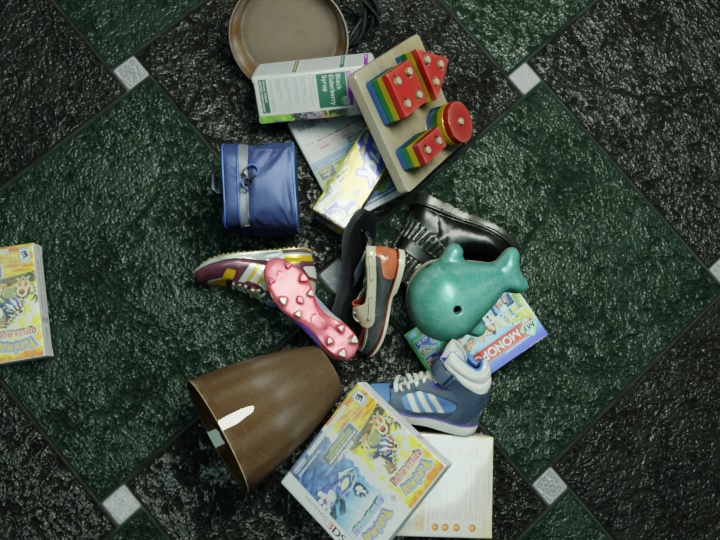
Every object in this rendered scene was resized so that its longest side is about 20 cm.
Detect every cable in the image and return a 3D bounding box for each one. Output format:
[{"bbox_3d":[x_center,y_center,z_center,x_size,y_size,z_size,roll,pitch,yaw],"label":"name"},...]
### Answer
[{"bbox_3d":[-0.059,-0.437,1.196,0.198,0.051,0.164,13,123,-27],"label":"cable"}]

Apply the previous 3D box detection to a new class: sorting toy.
[{"bbox_3d":[0.097,-0.261,1.141,0.199,0.069,0.202,-44,114,-41],"label":"sorting toy"}]

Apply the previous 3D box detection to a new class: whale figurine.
[{"bbox_3d":[0.171,0.035,1.106,0.198,0.104,0.161,-19,104,-4],"label":"whale figurine"}]

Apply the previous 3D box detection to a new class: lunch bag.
[{"bbox_3d":[-0.163,-0.124,1.110,0.130,0.200,0.138,-3,87,-3],"label":"lunch bag"}]

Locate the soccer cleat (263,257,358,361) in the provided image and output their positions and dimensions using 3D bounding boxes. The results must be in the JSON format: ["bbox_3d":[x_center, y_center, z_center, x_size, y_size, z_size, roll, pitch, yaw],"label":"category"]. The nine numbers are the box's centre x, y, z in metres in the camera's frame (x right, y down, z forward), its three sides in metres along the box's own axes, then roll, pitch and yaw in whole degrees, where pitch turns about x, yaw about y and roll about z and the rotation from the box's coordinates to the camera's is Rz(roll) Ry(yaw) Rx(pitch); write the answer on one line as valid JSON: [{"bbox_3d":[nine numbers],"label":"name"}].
[{"bbox_3d":[-0.082,0.066,1.119,0.200,0.076,0.067,46,71,-2],"label":"soccer cleat"}]

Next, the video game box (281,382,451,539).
[{"bbox_3d":[0.006,0.305,1.064,0.182,0.047,0.201,39,95,19],"label":"video game box"}]

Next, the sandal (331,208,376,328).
[{"bbox_3d":[0.000,0.000,1.156,0.042,0.076,0.203,16,103,33],"label":"sandal"}]

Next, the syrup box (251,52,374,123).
[{"bbox_3d":[-0.072,-0.302,1.176,0.197,0.082,0.080,-4,121,5],"label":"syrup box"}]

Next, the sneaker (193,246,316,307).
[{"bbox_3d":[-0.169,0.018,1.152,0.197,0.075,0.091,-8,78,-6],"label":"sneaker"}]

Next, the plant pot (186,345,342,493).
[{"bbox_3d":[-0.134,0.203,1.090,0.199,0.187,0.188,-29,85,-23],"label":"plant pot"}]

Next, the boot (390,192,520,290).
[{"bbox_3d":[0.147,-0.017,1.186,0.209,0.079,0.159,24,78,3],"label":"boot"}]

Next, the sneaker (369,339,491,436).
[{"bbox_3d":[0.107,0.167,1.119,0.198,0.081,0.148,14,108,10],"label":"sneaker"}]

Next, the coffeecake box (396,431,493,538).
[{"bbox_3d":[0.106,0.337,1.131,0.197,0.073,0.156,4,81,-5],"label":"coffeecake box"}]

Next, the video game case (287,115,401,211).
[{"bbox_3d":[-0.018,-0.197,1.227,0.142,0.018,0.202,-27,85,-9],"label":"video game case"}]

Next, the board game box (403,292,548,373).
[{"bbox_3d":[0.189,0.106,1.175,0.199,0.029,0.135,-35,85,4],"label":"board game box"}]

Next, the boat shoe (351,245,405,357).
[{"bbox_3d":[0.018,0.050,1.129,0.062,0.071,0.202,7,121,-12],"label":"boat shoe"}]

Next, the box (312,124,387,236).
[{"bbox_3d":[0.000,-0.160,1.182,0.070,0.064,0.201,32,79,0],"label":"box"}]

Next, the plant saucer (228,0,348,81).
[{"bbox_3d":[-0.118,-0.389,1.181,0.197,0.202,0.032,6,41,-4],"label":"plant saucer"}]

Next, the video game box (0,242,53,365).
[{"bbox_3d":[-0.600,0.062,1.119,0.197,0.047,0.185,-9,85,-7],"label":"video game box"}]
